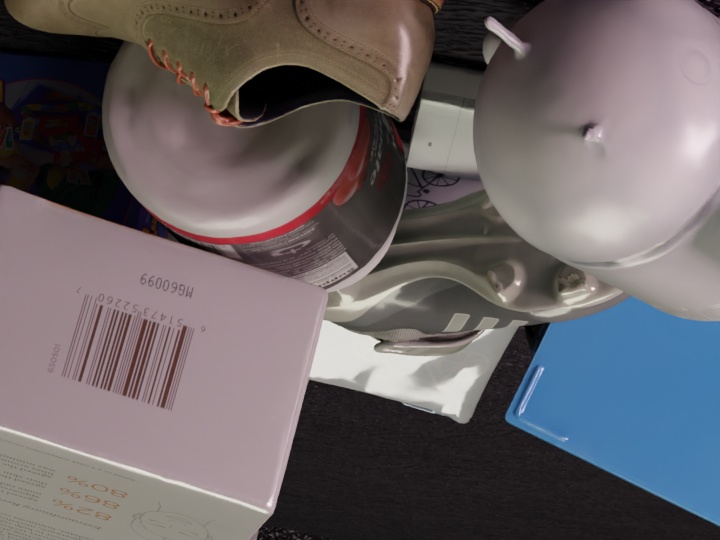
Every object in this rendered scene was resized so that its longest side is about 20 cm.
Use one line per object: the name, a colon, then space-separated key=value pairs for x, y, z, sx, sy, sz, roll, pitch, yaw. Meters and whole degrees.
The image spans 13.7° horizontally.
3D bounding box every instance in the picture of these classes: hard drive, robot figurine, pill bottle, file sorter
hard drive: x=0.124 y=-0.054 z=1.388 sx=0.200 sy=0.026 sz=0.132 roll=11 pitch=169 yaw=0
robot figurine: x=0.120 y=-0.047 z=1.191 sx=0.170 sy=0.113 sz=0.200 roll=37 pitch=-172 yaw=37
pill bottle: x=-0.039 y=-0.049 z=1.334 sx=0.111 sy=0.111 sz=0.200 roll=8 pitch=169 yaw=12
file sorter: x=0.193 y=0.060 z=1.503 sx=0.200 sy=0.139 sz=0.123 roll=26 pitch=176 yaw=7

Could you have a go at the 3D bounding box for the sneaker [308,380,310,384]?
sneaker: x=-0.057 y=0.054 z=1.714 sx=0.078 sy=0.082 sz=0.200 roll=11 pitch=-154 yaw=7

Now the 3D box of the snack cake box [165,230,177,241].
snack cake box: x=-0.039 y=-0.015 z=1.630 sx=0.200 sy=0.067 sz=0.115 roll=9 pitch=170 yaw=5

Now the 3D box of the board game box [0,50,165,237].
board game box: x=-0.194 y=-0.039 z=1.462 sx=0.200 sy=0.135 sz=0.045 roll=8 pitch=169 yaw=14

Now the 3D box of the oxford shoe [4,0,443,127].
oxford shoe: x=-0.064 y=-0.097 z=1.200 sx=0.200 sy=0.075 sz=0.070 roll=4 pitch=169 yaw=29

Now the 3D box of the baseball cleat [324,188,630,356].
baseball cleat: x=0.061 y=0.001 z=1.451 sx=0.200 sy=0.070 sz=0.106 roll=2 pitch=161 yaw=32

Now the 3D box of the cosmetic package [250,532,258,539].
cosmetic package: x=-0.148 y=0.080 z=1.866 sx=0.165 sy=0.200 sz=0.165 roll=7 pitch=169 yaw=16

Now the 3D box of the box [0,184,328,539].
box: x=-0.118 y=0.062 z=1.333 sx=0.152 sy=0.106 sz=0.200 roll=18 pitch=158 yaw=-9

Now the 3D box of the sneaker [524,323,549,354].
sneaker: x=0.171 y=0.028 z=1.661 sx=0.077 sy=0.076 sz=0.200 roll=5 pitch=-173 yaw=-28

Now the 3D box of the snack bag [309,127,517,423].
snack bag: x=0.000 y=0.000 z=1.528 sx=0.188 sy=0.021 sz=0.200 roll=14 pitch=136 yaw=-13
